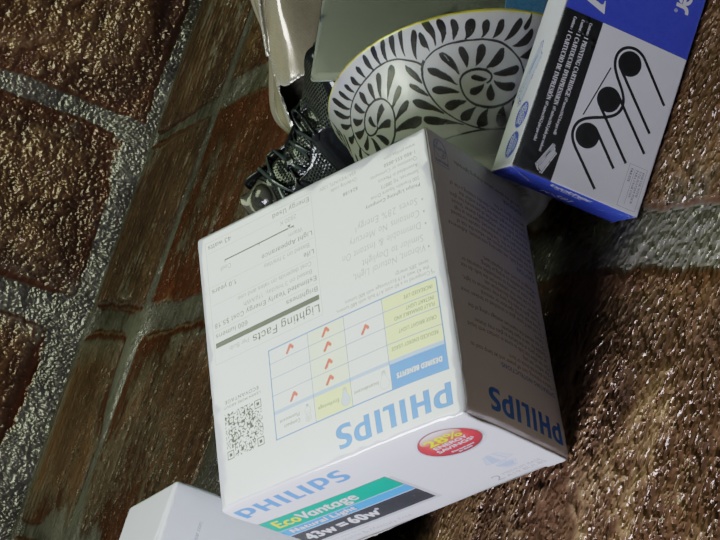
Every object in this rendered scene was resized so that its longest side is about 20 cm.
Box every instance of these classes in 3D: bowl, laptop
[{"bbox_3d":[0.080,-0.083,1.472,0.201,0.199,0.095,130,140,-52],"label":"bowl"},{"bbox_3d":[0.079,-0.226,1.655,0.200,0.186,0.117,-30,-64,-58],"label":"laptop"}]

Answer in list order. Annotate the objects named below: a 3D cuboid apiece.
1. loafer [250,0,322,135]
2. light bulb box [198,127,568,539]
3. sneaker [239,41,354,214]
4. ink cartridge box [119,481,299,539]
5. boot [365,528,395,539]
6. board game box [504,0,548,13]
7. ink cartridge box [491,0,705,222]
[{"bbox_3d":[-0.046,-0.193,1.798,0.068,0.075,0.201,-124,21,-50],"label":"loafer"},{"bbox_3d":[0.010,0.050,1.387,0.197,0.124,0.201,-25,58,29],"label":"light bulb box"},{"bbox_3d":[-0.044,-0.095,1.774,0.076,0.113,0.200,55,159,39],"label":"sneaker"},{"bbox_3d":[-0.073,0.230,1.531,0.144,0.199,0.085,145,143,-65],"label":"ink cartridge box"},{"bbox_3d":[0.027,0.104,1.571,0.168,0.201,0.076,-42,51,-9],"label":"boot"},{"bbox_3d":[0.161,-0.275,1.504,0.201,0.036,0.152,-60,-14,-26],"label":"board game box"},{"bbox_3d":[0.163,-0.143,1.397,0.044,0.093,0.202,168,122,-73],"label":"ink cartridge box"}]
